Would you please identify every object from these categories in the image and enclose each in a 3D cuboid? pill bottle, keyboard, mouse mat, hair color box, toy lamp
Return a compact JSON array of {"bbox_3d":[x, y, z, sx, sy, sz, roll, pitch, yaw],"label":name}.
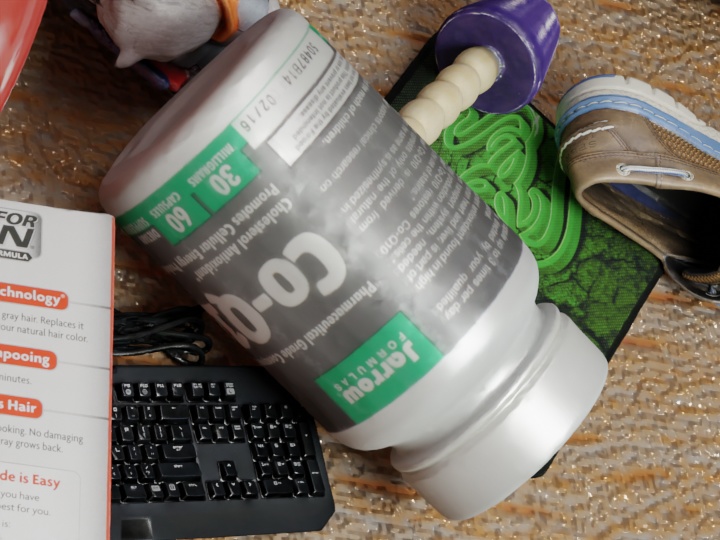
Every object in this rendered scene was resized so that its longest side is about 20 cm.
[{"bbox_3d":[0.000,0.000,1.148,0.200,0.113,0.113,45,43,-11],"label":"pill bottle"},{"bbox_3d":[-0.094,0.054,1.112,0.200,0.040,0.104,1,61,-40],"label":"keyboard"},{"bbox_3d":[0.059,-0.012,1.309,0.161,0.008,0.200,42,42,-7],"label":"mouse mat"},{"bbox_3d":[-0.144,0.072,1.016,0.101,0.061,0.200,9,60,-17],"label":"hair color box"},{"bbox_3d":[0.033,-0.071,1.287,0.058,0.058,0.200,47,45,-2],"label":"toy lamp"}]

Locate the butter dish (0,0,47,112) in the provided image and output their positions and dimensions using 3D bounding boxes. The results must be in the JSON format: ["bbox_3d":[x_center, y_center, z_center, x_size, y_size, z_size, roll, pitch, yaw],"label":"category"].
[{"bbox_3d":[-0.181,-0.125,1.045,0.200,0.148,0.199,31,68,-38],"label":"butter dish"}]

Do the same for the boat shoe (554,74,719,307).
[{"bbox_3d":[0.178,-0.019,1.365,0.200,0.072,0.072,23,47,-17],"label":"boat shoe"}]

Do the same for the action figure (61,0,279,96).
[{"bbox_3d":[-0.086,-0.158,1.230,0.200,0.105,0.193,35,35,-16],"label":"action figure"}]
